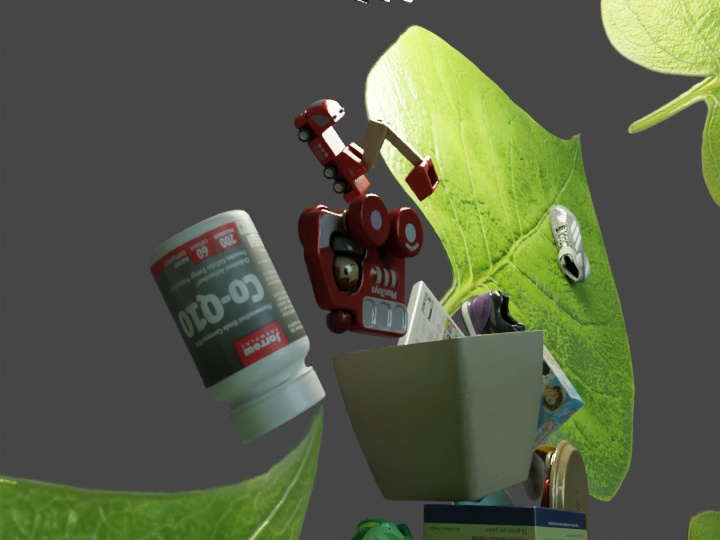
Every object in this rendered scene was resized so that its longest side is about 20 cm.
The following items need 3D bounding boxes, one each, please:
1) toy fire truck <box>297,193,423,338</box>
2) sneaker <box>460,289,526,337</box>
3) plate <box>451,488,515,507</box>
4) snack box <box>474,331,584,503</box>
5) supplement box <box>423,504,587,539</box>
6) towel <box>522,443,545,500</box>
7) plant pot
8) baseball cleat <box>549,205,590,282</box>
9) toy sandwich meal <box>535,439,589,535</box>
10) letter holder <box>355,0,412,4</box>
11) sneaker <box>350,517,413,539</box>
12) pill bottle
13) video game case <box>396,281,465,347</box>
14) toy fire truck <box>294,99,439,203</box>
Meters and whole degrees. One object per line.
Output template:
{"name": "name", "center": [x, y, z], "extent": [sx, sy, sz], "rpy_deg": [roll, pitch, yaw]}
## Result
{"name": "toy fire truck", "center": [0.000, 0.000, 1.034], "extent": [0.198, 0.110, 0.172], "rpy_deg": [13, 73, -52]}
{"name": "sneaker", "center": [0.243, 0.132, 1.312], "extent": [0.075, 0.087, 0.204], "rpy_deg": [-9, 74, -59]}
{"name": "plate", "center": [0.174, 0.369, 1.071], "extent": [0.199, 0.025, 0.203], "rpy_deg": [37, 38, -36]}
{"name": "snack box", "center": [0.186, 0.193, 1.030], "extent": [0.037, 0.201, 0.117], "rpy_deg": [24, 25, -39]}
{"name": "supplement box", "center": [0.168, 0.372, 0.879], "extent": [0.199, 0.132, 0.205], "rpy_deg": [28, 59, -54]}
{"name": "towel", "center": [0.272, 0.243, 1.253], "extent": [0.134, 0.034, 0.203], "rpy_deg": [63, 32, -45]}
{"name": "plant pot", "center": [0.105, 0.177, 0.956], "extent": [0.198, 0.197, 0.182], "rpy_deg": [2, 80, -50]}
{"name": "baseball cleat", "center": [0.505, -0.069, 1.914], "extent": [0.106, 0.069, 0.204], "rpy_deg": [1, 65, -58]}
{"name": "toy sandwich meal", "center": [0.288, 0.351, 1.159], "extent": [0.204, 0.069, 0.211], "rpy_deg": [18, 69, -60]}
{"name": "letter holder", "center": [-0.002, -0.564, 1.491], "extent": [0.198, 0.099, 0.145], "rpy_deg": [1, 67, -57]}
{"name": "sneaker", "center": [0.003, 0.303, 0.811], "extent": [0.199, 0.073, 0.085], "rpy_deg": [21, 50, -62]}
{"name": "pill bottle", "center": [-0.119, 0.055, 0.776], "extent": [0.113, 0.113, 0.203], "rpy_deg": [-22, 84, -60]}
{"name": "video game case", "center": [0.122, 0.141, 1.180], "extent": [0.183, 0.023, 0.201], "rpy_deg": [51, 30, -20]}
{"name": "toy fire truck", "center": [0.009, -0.173, 1.140], "extent": [0.202, 0.140, 0.049], "rpy_deg": [55, 30, -12]}
